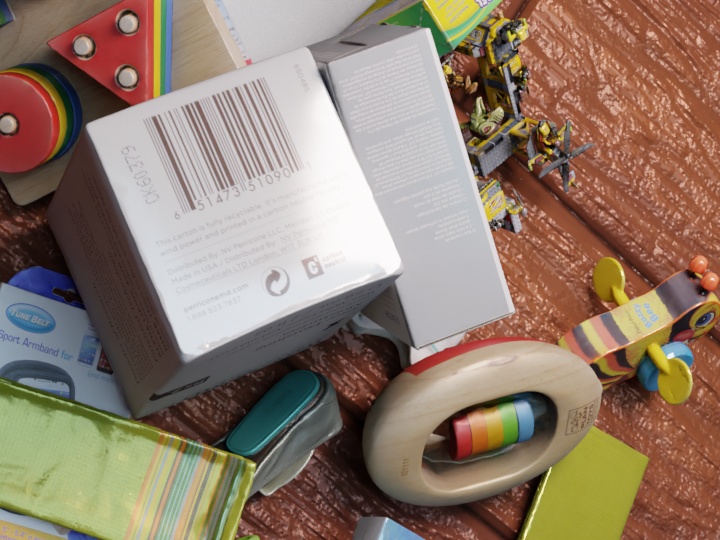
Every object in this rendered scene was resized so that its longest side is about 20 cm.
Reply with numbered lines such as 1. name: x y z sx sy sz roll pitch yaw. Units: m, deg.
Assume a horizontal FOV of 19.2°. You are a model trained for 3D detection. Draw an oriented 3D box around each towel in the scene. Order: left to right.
1. towel: -0.175 0.141 1.458 0.199 0.018 0.087 20 74 -12
2. towel: 0.158 0.220 1.659 0.086 0.018 0.201 30 71 -22

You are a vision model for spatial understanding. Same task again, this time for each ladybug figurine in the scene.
1. ladybug figurine: 0.088 0.106 1.600 0.199 0.072 0.137 -11 128 -21

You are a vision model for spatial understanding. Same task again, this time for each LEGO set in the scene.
1. LEGO set: 0.090 -0.096 1.595 0.199 0.115 0.155 -33 128 -32

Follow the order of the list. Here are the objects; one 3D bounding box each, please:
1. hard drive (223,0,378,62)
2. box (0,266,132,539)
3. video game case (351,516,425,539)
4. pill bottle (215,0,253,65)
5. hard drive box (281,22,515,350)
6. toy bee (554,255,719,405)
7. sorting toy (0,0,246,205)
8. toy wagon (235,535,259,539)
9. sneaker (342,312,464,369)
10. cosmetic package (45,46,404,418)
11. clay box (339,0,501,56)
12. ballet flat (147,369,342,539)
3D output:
1. hard drive: -0.049 -0.192 1.611 0.139 0.033 0.201 -33 98 -26
2. box: -0.222 0.100 1.487 0.118 0.041 0.202 19 78 -22
3. video game case: 0.052 0.305 1.548 0.199 0.045 0.182 32 69 -21
4. pill bottle: -0.162 -0.200 1.516 0.108 0.109 0.201 -29 96 -26
5. hard drive box: 0.022 -0.062 1.456 0.076 0.156 0.201 -19 102 -10
6. toy bee: 0.235 0.032 1.674 0.131 0.109 0.200 38 56 21
7. sorting toy: -0.207 -0.167 1.443 0.200 0.199 0.070 63 21 -5
8. toy wagon: -0.109 0.289 1.517 0.199 0.040 0.156 -23 93 -25
9. sneaker: 0.000 0.000 1.591 0.200 0.070 0.080 38 80 -14
10. cosmetic package: -0.097 -0.021 1.425 0.164 0.200 0.166 -22 82 -19
11. clay box: 0.066 -0.209 1.594 0.048 0.115 0.200 56 45 -12
12. ballet flat: -0.090 0.151 1.534 0.200 0.067 0.064 -38 130 -22
